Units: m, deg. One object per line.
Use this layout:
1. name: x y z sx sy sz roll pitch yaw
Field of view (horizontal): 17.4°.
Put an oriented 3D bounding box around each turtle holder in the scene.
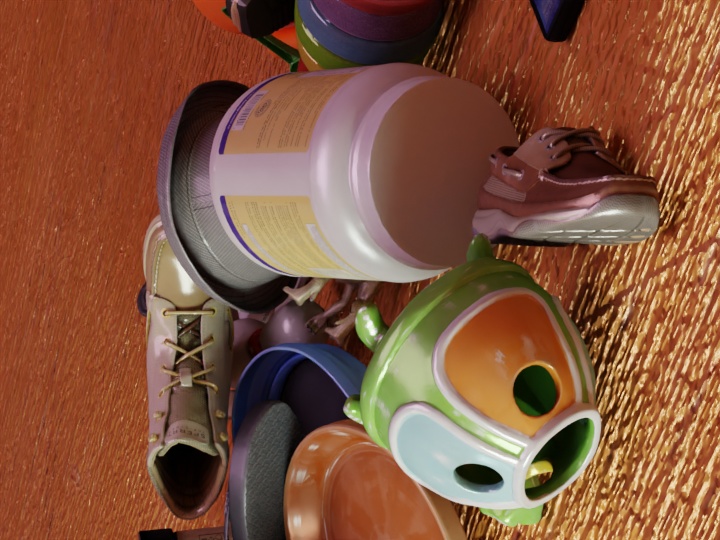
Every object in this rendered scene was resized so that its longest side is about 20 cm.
1. turtle holder: 0.071 0.087 1.424 0.132 0.141 0.186 43 130 29

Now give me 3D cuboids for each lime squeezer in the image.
1. lime squeezer: -0.035 -0.130 1.856 0.038 0.071 0.201 -25 93 29

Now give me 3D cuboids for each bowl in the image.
1. bowl: -0.023 0.148 1.726 0.200 0.039 0.201 27 124 47

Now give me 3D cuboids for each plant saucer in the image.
1. plant saucer: 0.017 0.199 1.627 0.200 0.032 0.201 26 124 46

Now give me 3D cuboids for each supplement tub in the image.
1. supplement tub: 0.003 -0.066 1.590 0.200 0.145 0.146 3 91 57

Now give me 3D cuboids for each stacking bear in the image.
1. stacking bear: 0.000 -0.176 1.702 0.200 0.121 0.114 108 153 -57

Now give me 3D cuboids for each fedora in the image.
1. fedora: -0.062 -0.060 1.739 0.090 0.200 0.178 -9 85 31

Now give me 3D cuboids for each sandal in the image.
1. sandal: -0.076 0.187 1.709 0.043 0.076 0.201 17 119 32

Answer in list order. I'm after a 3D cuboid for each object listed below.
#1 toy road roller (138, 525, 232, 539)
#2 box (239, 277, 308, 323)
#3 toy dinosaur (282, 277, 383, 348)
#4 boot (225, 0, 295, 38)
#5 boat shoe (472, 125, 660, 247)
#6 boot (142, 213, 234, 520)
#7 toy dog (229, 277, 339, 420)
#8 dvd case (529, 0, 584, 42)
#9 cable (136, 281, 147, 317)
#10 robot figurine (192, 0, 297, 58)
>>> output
1. toy road roller: -0.115 0.308 1.947 0.146 0.122 0.201 96 166 -55
2. box: -0.094 -0.020 2.029 0.200 0.041 0.156 122 144 -52
3. toy dinosaur: 0.000 0.000 1.703 0.101 0.058 0.200 -45 13 -11
4. boot: -0.078 -0.269 1.751 0.200 0.138 0.078 -53 -21 -31
5. boat shoe: 0.118 -0.052 1.406 0.200 0.075 0.072 179 95 -68
6. boot: -0.129 0.070 1.759 0.155 0.072 0.201 -91 2 -50
7. toy dog: -0.062 0.063 1.880 0.200 0.096 0.132 14 114 56
8. dvd case: 0.121 -0.264 1.498 0.143 0.017 0.200 112 151 -44
9. cable: -0.095 -0.008 1.907 0.200 0.050 0.097 -44 49 23
10. robot figurine: -0.073 -0.252 1.891 0.200 0.116 0.144 171 112 -70
